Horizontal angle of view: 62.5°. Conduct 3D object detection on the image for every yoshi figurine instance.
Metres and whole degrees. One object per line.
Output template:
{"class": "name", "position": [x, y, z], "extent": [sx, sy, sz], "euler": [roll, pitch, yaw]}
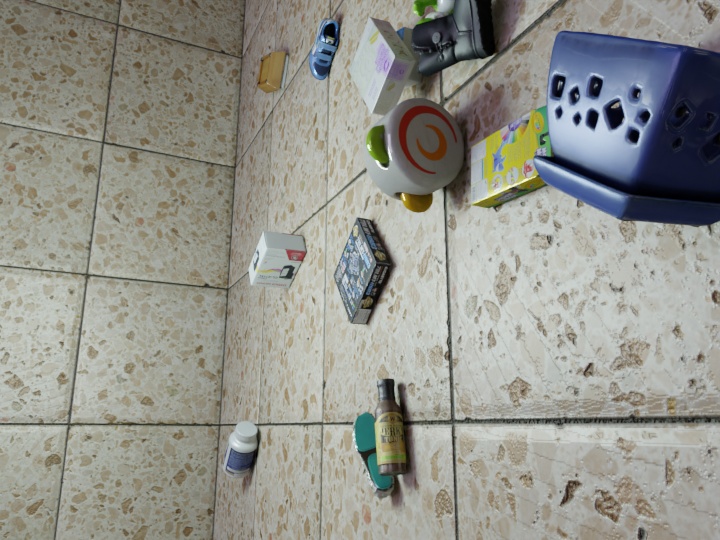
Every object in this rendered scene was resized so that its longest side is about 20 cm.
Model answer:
{"class": "yoshi figurine", "position": [0.170, -0.546, 1.238], "extent": [0.113, 0.111, 0.201], "euler": [63, 143, 40]}

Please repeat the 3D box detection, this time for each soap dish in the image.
{"class": "soap dish", "position": [-0.379, -0.850, 2.541], "extent": [0.200, 0.081, 0.159], "euler": [24, 106, 63]}

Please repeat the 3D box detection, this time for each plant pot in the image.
{"class": "plant pot", "position": [0.330, -0.159, 0.682], "extent": [0.200, 0.198, 0.181], "euler": [-129, 46, -57]}

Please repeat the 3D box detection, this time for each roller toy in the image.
{"class": "roller toy", "position": [0.106, -0.238, 1.204], "extent": [0.183, 0.200, 0.140], "euler": [-54, 15, -24]}

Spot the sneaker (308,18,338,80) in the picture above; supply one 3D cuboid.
{"class": "sneaker", "position": [-0.118, -0.732, 1.952], "extent": [0.082, 0.073, 0.202], "euler": [28, 110, 62]}

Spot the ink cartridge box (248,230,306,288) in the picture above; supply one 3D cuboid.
{"class": "ink cartridge box", "position": [-0.289, -0.033, 2.051], "extent": [0.201, 0.144, 0.083], "euler": [-60, 36, 42]}

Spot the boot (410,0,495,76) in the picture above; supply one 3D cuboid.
{"class": "boot", "position": [0.170, -0.496, 1.158], "extent": [0.167, 0.076, 0.202], "euler": [1, 103, 41]}

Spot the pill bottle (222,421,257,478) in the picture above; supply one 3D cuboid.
{"class": "pill bottle", "position": [-0.454, 0.680, 2.262], "extent": [0.111, 0.110, 0.202], "euler": [-124, 47, -55]}

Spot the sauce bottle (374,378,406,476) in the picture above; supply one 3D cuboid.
{"class": "sauce bottle", "position": [0.061, 0.337, 1.285], "extent": [0.065, 0.064, 0.202], "euler": [-42, 48, 55]}

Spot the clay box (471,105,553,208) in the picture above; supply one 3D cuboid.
{"class": "clay box", "position": [0.263, -0.187, 1.004], "extent": [0.200, 0.047, 0.116], "euler": [-19, 66, 62]}

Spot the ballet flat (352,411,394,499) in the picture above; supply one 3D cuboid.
{"class": "ballet flat", "position": [0.025, 0.423, 1.345], "extent": [0.201, 0.071, 0.072], "euler": [-107, 34, -42]}

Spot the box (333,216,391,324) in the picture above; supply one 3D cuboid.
{"class": "box", "position": [0.000, 0.000, 1.527], "extent": [0.201, 0.049, 0.200], "euler": [-113, 39, -48]}

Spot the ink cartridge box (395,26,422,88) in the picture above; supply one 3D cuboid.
{"class": "ink cartridge box", "position": [0.080, -0.508, 1.464], "extent": [0.200, 0.067, 0.116], "euler": [12, 95, 65]}

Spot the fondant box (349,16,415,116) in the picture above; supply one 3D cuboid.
{"class": "fondant box", "position": [0.046, -0.475, 1.382], "extent": [0.145, 0.058, 0.201], "euler": [-64, 34, 38]}
